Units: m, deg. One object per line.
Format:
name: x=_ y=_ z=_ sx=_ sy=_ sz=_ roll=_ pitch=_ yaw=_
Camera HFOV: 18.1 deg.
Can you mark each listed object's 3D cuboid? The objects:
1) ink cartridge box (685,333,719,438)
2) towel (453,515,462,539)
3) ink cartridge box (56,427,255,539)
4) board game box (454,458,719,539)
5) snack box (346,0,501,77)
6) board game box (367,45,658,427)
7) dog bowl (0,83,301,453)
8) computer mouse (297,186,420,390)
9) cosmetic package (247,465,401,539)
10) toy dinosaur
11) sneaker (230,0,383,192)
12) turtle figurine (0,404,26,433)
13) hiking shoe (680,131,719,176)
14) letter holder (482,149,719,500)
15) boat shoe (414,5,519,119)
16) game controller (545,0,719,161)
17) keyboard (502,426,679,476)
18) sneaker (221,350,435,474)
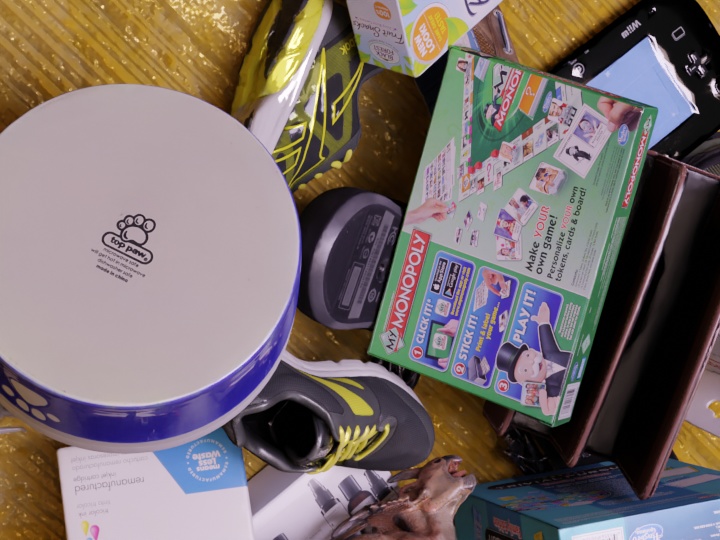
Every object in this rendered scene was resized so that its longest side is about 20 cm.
ink cartridge box: x=0.287 y=0.019 z=1.555 sx=0.200 sy=0.116 sz=0.067 roll=-45 pitch=113 yaw=-9
towel: x=0.122 y=0.247 z=1.570 sx=0.199 sy=0.031 sz=0.150 roll=8 pitch=100 yaw=-18
ink cartridge box: x=-0.118 y=0.204 z=1.396 sx=0.116 sy=0.067 sz=0.201 roll=-8 pitch=78 yaw=-6
board game box: x=0.162 y=0.161 z=1.446 sx=0.150 sy=0.200 sz=0.047 roll=-8 pitch=93 yaw=-16
snack box: x=0.064 y=-0.233 z=1.390 sx=0.200 sy=0.053 sz=0.143 roll=-43 pitch=135 yaw=-32
board game box: x=0.091 y=-0.022 z=1.381 sx=0.029 sy=0.134 sz=0.201 roll=-6 pitch=114 yaw=-61
dog bowl: x=-0.133 y=-0.002 z=1.286 sx=0.199 sy=0.079 sz=0.201 roll=2 pitch=68 yaw=-5
computer mouse: x=0.000 y=0.000 z=1.434 sx=0.200 sy=0.053 sz=0.139 roll=26 pitch=86 yaw=-63
cosmetic package: x=-0.064 y=0.189 z=1.478 sx=0.200 sy=0.051 sz=0.083 roll=-39 pitch=111 yaw=-11
toy dinosaur: x=-0.002 y=0.189 z=1.398 sx=0.199 sy=0.135 sz=0.086 roll=-9 pitch=122 yaw=-34
sneaker: x=-0.044 y=-0.076 z=1.412 sx=0.084 sy=0.074 sz=0.201 roll=23 pitch=91 yaw=-25
turtle figurine: x=-0.210 y=0.036 z=1.360 sx=0.200 sy=0.101 sz=0.150 roll=32 pitch=66 yaw=-9
hiking shoe: x=0.206 y=-0.009 z=1.520 sx=0.076 sy=0.101 sz=0.200 roll=43 pitch=88 yaw=-23
letter holder: x=0.163 y=0.026 z=1.411 sx=0.100 sy=0.142 sz=0.201 roll=20 pitch=96 yaw=-5
boat shoe: x=0.092 y=-0.089 z=1.449 sx=0.072 sy=0.072 sz=0.201 roll=-12 pitch=83 yaw=-30
game controller: x=0.166 y=-0.100 z=1.522 sx=0.200 sy=0.042 sz=0.105 roll=-38 pitch=112 yaw=-12
keyboard: x=0.144 y=0.106 z=1.551 sx=0.104 sy=0.040 sz=0.200 roll=-33 pitch=123 yaw=0
sneaker: x=-0.028 y=0.097 z=1.384 sx=0.199 sy=0.085 sz=0.075 roll=20 pitch=115 yaw=-37
